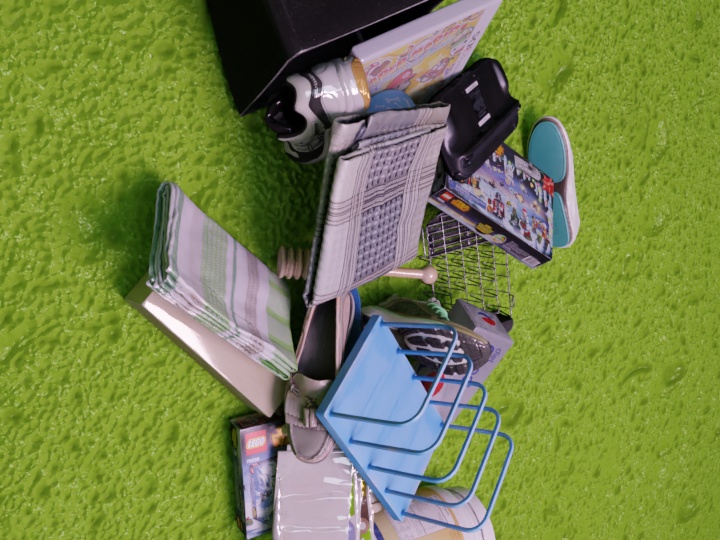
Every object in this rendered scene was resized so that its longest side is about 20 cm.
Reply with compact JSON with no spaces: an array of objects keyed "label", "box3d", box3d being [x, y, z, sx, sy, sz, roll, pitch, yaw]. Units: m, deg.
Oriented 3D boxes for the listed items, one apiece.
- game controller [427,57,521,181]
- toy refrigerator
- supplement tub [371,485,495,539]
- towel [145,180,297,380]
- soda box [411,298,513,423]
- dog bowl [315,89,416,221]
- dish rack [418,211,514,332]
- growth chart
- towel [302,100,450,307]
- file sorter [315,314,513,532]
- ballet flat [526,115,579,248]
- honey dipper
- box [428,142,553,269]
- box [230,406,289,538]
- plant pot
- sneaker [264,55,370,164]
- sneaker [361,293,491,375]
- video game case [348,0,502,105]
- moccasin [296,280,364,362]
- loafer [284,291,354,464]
[{"label":"game controller","box3d":[0.144,-0.194,0.856,0.105,0.042,0.200,57,45,-13]},{"label":"toy refrigerator","box3d":[-0.158,0.070,0.764,0.200,0.070,0.076,48,67,-29]},{"label":"supplement tub","box3d":[0.066,0.372,0.908,0.197,0.144,0.147,-5,102,-30]},{"label":"towel","box3d":[-0.135,0.010,0.714,0.030,0.151,0.200,-30,133,20]},{"label":"soda box","box3d":[0.108,0.140,0.891,0.068,0.064,0.201,22,113,-27]},{"label":"dog bowl","box3d":[0.020,-0.105,0.795,0.110,0.050,0.202,-10,132,-43]},{"label":"dish rack","box3d":[0.142,0.010,0.943,0.152,0.054,0.203,-15,104,-29]},{"label":"growth chart","box3d":[-0.041,0.271,0.801,0.142,0.018,0.204,9,90,-7]},{"label":"towel","box3d":[0.024,-0.073,0.716,0.191,0.034,0.203,-23,133,-46]},{"label":"file sorter","box3d":[0.071,0.170,0.753,0.201,0.121,0.140,59,47,-32]},{"label":"ballet flat","box3d":[0.288,-0.133,1.004,0.069,0.069,0.203,-26,115,-24]},{"label":"honey dipper","box3d":[0.000,0.000,0.813,0.197,0.038,0.039,6,96,-17]},{"label":"box","box3d":[0.177,-0.108,0.905,0.198,0.040,0.139,28,54,-27]},{"label":"box","box3d":[-0.061,0.235,0.859,0.197,0.040,0.139,-7,102,-30]},{"label":"plant pot","box3d":[-0.056,-0.298,0.692,0.198,0.199,0.179,-30,100,-22]},{"label":"sneaker","box3d":[-0.064,-0.162,0.710,0.086,0.200,0.077,-16,84,-22]},{"label":"sneaker","box3d":[0.082,0.062,0.841,0.089,0.198,0.078,-43,129,-32]},{"label":"video game case","box3d":[0.053,-0.223,0.782,0.198,0.182,0.023,-30,78,-23]},{"label":"moccasin","box3d":[-0.034,0.082,0.832,0.079,0.068,0.203,-7,78,-15]},{"label":"loafer","box3d":[-0.049,0.107,0.751,0.071,0.063,0.203,6,76,8]}]
